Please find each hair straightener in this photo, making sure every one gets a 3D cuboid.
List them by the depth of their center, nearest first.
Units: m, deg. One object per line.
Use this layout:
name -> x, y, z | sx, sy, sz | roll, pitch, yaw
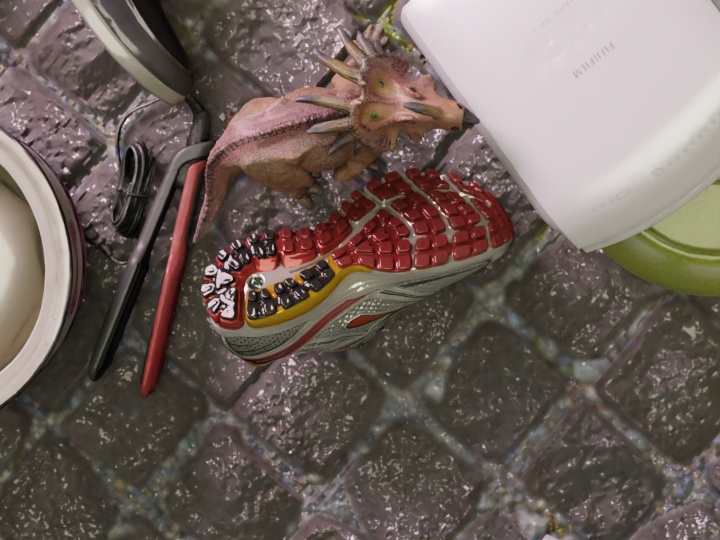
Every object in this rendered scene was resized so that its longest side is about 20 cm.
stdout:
hair straightener -> -0.144, -0.025, 1.341 | 0.076, 0.041, 0.202 | 14, 96, 4

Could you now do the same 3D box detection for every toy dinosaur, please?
toy dinosaur -> -0.032, -0.085, 1.276 | 0.199, 0.136, 0.086 | -26, 92, 8

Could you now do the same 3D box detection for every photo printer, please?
photo printer -> 0.140, -0.124, 1.258 | 0.166, 0.069, 0.201 | -38, 73, 13

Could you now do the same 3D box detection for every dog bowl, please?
dog bowl -> -0.259, -0.005, 1.327 | 0.198, 0.074, 0.202 | 1, 93, 15

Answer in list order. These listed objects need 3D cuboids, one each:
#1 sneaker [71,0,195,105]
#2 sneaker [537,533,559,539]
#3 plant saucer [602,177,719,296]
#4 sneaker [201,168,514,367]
sneaker -> -0.135, -0.208, 1.302 | 0.106, 0.075, 0.201 | -32, 86, 7
sneaker -> 0.136, 0.278, 1.321 | 0.120, 0.084, 0.202 | 19, 96, 14
plant saucer -> 0.218, -0.083, 1.301 | 0.198, 0.031, 0.202 | 1, 96, 6
sneaker -> 0.000, 0.000, 1.318 | 0.198, 0.082, 0.078 | -18, 55, -5
